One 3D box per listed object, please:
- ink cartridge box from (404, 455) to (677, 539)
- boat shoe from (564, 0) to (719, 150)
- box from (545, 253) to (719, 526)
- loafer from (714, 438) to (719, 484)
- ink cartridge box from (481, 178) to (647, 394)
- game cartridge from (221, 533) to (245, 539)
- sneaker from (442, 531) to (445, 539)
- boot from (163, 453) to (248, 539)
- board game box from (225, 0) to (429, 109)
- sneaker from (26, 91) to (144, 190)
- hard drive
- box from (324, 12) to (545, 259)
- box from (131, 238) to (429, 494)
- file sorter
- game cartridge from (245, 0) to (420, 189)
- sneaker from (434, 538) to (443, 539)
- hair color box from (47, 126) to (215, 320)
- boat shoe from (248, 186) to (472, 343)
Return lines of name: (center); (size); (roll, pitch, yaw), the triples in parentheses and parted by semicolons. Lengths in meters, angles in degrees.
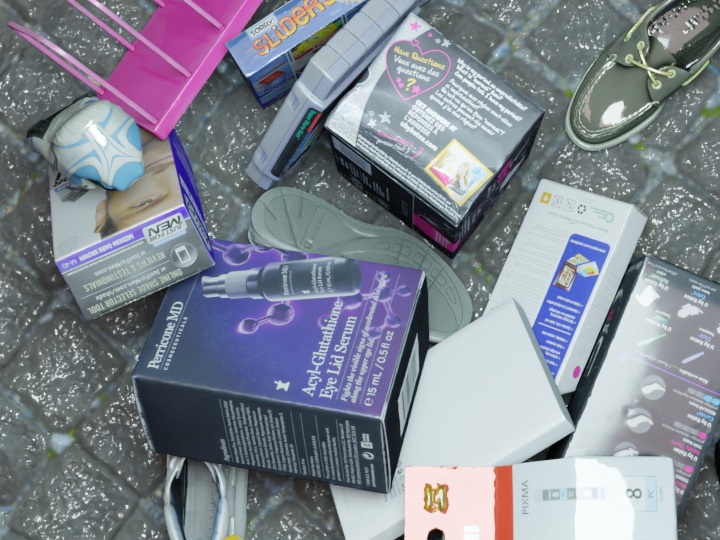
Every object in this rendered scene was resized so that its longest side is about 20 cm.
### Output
ink cartridge box: (0.132, 0.218, 1.202); (0.199, 0.047, 0.161); (0, 75, 1)
boat shoe: (0.249, -0.181, 1.366); (0.202, 0.060, 0.072); (-43, 83, -2)
box: (0.228, 0.101, 1.307); (0.106, 0.122, 0.201); (23, 86, 4)
loafer: (0.341, 0.224, 1.312); (0.071, 0.073, 0.201); (-14, 83, 3)
ink cartridge box: (0.152, 0.030, 1.340); (0.094, 0.037, 0.201); (20, 83, 40)
game cartridge: (-0.069, 0.333, 1.275); (0.200, 0.032, 0.177); (40, 122, 25)
sneaker: (0.160, 0.223, 1.324); (0.199, 0.077, 0.078); (28, 117, -12)
boot: (-0.123, 0.143, 1.335); (0.073, 0.096, 0.201); (-5, 84, 3)
board game box: (-0.012, -0.211, 1.347); (0.200, 0.135, 0.035); (-33, 84, -1)
sneaker: (-0.211, -0.095, 1.279); (0.072, 0.200, 0.073); (-33, 106, -9)
hard drive: (0.062, 0.124, 1.304); (0.200, 0.027, 0.132); (-33, 45, 14)
box: (0.058, -0.103, 1.298); (0.132, 0.200, 0.115); (37, 86, 6)
box: (-0.058, 0.071, 1.274); (0.199, 0.105, 0.148); (8, 51, 11)
file sorter: (-0.172, -0.235, 1.333); (0.125, 0.139, 0.200); (37, 86, -33)
game cartridge: (-0.021, -0.145, 1.290); (0.038, 0.200, 0.130); (38, 63, -1)
sneaker: (0.002, 0.278, 1.326); (0.199, 0.074, 0.082); (-18, 80, 2)
hair color box: (-0.186, -0.051, 1.310); (0.109, 0.200, 0.065); (-24, 122, 1)
boat shoe: (-0.001, 0.001, 1.366); (0.201, 0.065, 0.075); (26, 67, 0)
